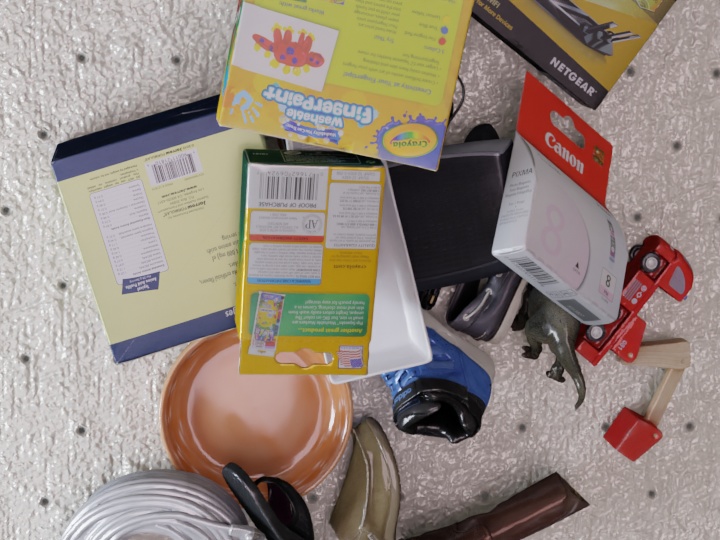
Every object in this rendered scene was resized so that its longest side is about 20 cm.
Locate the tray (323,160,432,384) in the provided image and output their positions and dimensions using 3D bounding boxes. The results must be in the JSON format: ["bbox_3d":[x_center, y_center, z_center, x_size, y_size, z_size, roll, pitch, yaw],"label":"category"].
[{"bbox_3d":[0.000,0.000,1.594,0.106,0.022,0.202,-14,89,18],"label":"tray"}]

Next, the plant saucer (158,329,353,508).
[{"bbox_3d":[-0.107,0.142,1.693,0.197,0.037,0.203,-2,103,-8],"label":"plant saucer"}]

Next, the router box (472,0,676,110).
[{"bbox_3d":[0.199,-0.282,1.639,0.199,0.052,0.158,35,95,-13],"label":"router box"}]

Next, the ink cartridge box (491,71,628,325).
[{"bbox_3d":[0.204,-0.071,1.604,0.162,0.057,0.202,34,64,-40],"label":"ink cartridge box"}]

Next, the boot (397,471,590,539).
[{"bbox_3d":[0.140,0.262,1.683,0.198,0.186,0.065,-22,89,0],"label":"boot"}]

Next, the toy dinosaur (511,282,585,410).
[{"bbox_3d":[0.192,0.046,1.667,0.076,0.202,0.103,6,139,1],"label":"toy dinosaur"}]

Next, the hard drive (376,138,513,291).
[{"bbox_3d":[0.060,-0.049,1.608,0.198,0.042,0.137,-10,90,15],"label":"hard drive"}]

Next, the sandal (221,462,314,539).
[{"bbox_3d":[-0.073,0.254,1.676,0.048,0.075,0.201,-45,120,-17],"label":"sandal"}]

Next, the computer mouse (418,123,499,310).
[{"bbox_3d":[0.101,-0.050,1.661,0.034,0.059,0.202,23,111,18],"label":"computer mouse"}]

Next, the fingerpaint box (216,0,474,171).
[{"bbox_3d":[-0.015,-0.191,1.458,0.197,0.073,0.169,10,99,-9],"label":"fingerpaint box"}]

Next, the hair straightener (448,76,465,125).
[{"bbox_3d":[0.065,-0.121,1.657,0.076,0.041,0.202,16,93,15],"label":"hair straightener"}]

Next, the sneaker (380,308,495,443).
[{"bbox_3d":[0.042,0.098,1.658,0.199,0.112,0.077,32,132,-15],"label":"sneaker"}]

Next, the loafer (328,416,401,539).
[{"bbox_3d":[0.002,0.251,1.711,0.067,0.076,0.203,-5,102,-13],"label":"loafer"}]

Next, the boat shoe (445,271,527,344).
[{"bbox_3d":[0.141,-0.024,1.673,0.062,0.073,0.202,13,104,-21],"label":"boat shoe"}]

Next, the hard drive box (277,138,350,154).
[{"bbox_3d":[-0.049,-0.210,1.566,0.076,0.156,0.203,-9,102,-6],"label":"hard drive box"}]

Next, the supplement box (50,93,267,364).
[{"bbox_3d":[-0.171,-0.046,1.593,0.198,0.134,0.202,-17,103,-4],"label":"supplement box"}]

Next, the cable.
[{"bbox_3d":[-0.204,0.293,1.677,0.199,0.069,0.201,30,110,-11],"label":"cable"}]

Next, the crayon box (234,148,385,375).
[{"bbox_3d":[-0.049,-0.007,1.516,0.124,0.052,0.202,1,109,-10],"label":"crayon box"}]

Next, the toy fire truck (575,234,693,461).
[{"bbox_3d":[0.294,0.080,1.730,0.141,0.049,0.201,38,94,-14],"label":"toy fire truck"}]
